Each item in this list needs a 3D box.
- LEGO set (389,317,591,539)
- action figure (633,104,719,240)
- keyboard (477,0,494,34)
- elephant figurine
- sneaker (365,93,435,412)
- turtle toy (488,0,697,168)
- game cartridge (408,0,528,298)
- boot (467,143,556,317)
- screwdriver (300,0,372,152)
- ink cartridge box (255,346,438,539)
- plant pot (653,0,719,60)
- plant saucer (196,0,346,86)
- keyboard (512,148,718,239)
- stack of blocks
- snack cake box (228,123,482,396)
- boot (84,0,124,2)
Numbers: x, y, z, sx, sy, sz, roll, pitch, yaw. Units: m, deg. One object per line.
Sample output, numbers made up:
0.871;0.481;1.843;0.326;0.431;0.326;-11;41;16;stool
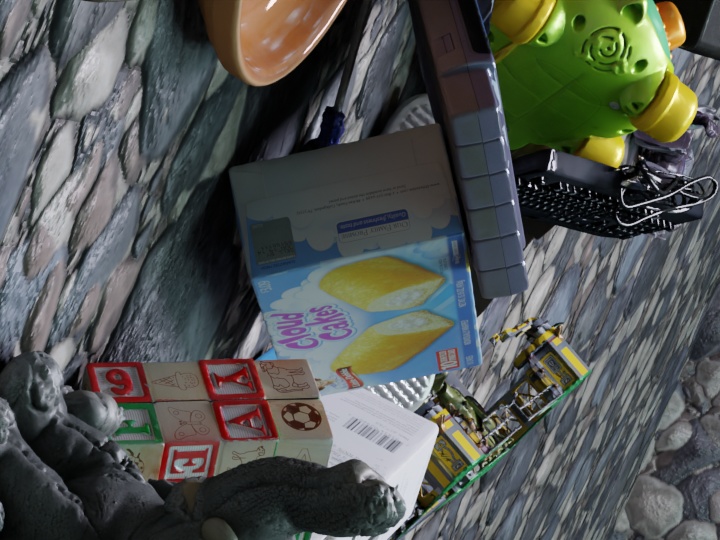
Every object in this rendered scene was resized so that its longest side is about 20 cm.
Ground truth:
0.042;0.084;1.869;0.200;0.116;0.154;-36;171;-39;LEGO set
0.283;-0.093;2.629;0.200;0.069;0.131;-1;106;-80;action figure
0.080;-0.214;1.625;0.200;0.020;0.128;-76;177;-70;keyboard
-0.091;0.134;1.265;0.142;0.199;0.155;-62;166;-17;elephant figurine
0.016;-0.015;1.761;0.082;0.073;0.201;-145;-115;-64;sneaker
0.118;-0.131;1.757;0.200;0.145;0.102;-32;-150;54;turtle toy
0.052;-0.098;1.502;0.201;0.038;0.130;-102;-176;-48;game cartridge
0.074;-0.044;1.916;0.186;0.064;0.200;-36;-163;15;boot
-0.012;-0.102;1.556;0.029;0.028;0.201;-13;129;-36;screwdriver
-0.048;0.124;1.602;0.200;0.115;0.068;-37;149;-62;ink cartridge box
0.224;-0.248;1.900;0.177;0.199;0.201;-22;137;-53;plant pot
-0.025;-0.184;1.330;0.201;0.037;0.201;-60;166;-25;plant saucer
0.145;-0.036;1.748;0.199;0.104;0.040;10;65;-54;keyboard
-0.091;0.139;1.442;0.059;0.114;0.201;-111;-153;-46;stack of blocks
0.000;0.000;1.548;0.200;0.114;0.068;76;1;-68;snack cake box
-0.059;-0.198;1.132;0.200;0.070;0.147;-45;149;-60;boot
